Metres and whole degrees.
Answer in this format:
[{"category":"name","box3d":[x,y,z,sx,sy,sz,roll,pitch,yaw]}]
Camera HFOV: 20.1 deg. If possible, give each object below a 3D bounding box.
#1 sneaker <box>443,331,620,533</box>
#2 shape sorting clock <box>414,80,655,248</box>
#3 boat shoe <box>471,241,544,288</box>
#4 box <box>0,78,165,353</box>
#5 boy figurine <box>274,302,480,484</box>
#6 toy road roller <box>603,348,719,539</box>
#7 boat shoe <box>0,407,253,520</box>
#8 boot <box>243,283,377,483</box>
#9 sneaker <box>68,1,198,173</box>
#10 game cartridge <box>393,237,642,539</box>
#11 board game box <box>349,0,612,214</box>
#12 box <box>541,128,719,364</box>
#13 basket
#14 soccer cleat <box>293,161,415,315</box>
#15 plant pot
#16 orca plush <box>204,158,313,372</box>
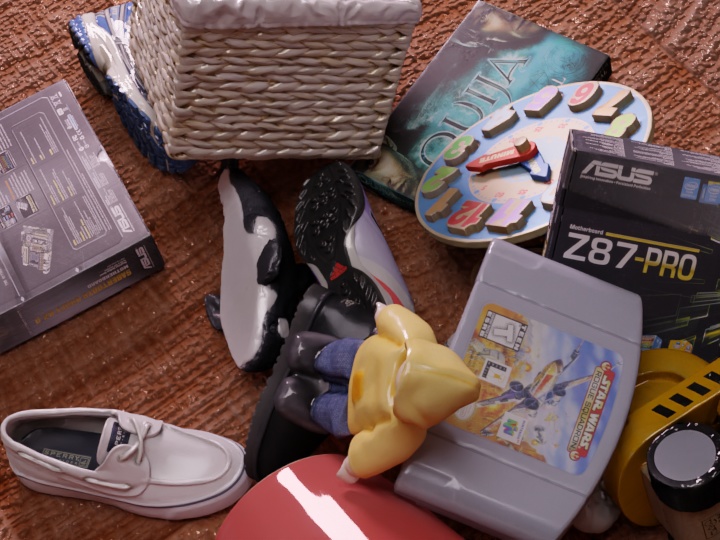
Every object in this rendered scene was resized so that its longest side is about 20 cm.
[{"category":"sneaker","box3d":[0.124,0.119,1.505,0.080,0.076,0.201,-35,54,11]},{"category":"shape sorting clock","box3d":[0.132,-0.086,1.574,0.199,0.039,0.201,-23,33,16]},{"category":"boat shoe","box3d":[0.186,0.002,1.570,0.198,0.073,0.072,-5,25,22]},{"category":"box","box3d":[-0.275,-0.048,1.709,0.158,0.048,0.200,-29,55,-6]},{"category":"boy figurine","box3d":[0.012,0.083,1.362,0.064,0.200,0.125,19,81,-24]},{"category":"toy road roller","box3d":[0.261,0.107,1.445,0.199,0.123,0.146,-31,45,-8]},{"category":"boat shoe","box3d":[-0.181,0.143,1.552,0.198,0.066,0.074,0,57,13]},{"category":"boot","box3d":[0.024,0.123,1.488,0.199,0.066,0.166,26,110,19]},{"category":"sneaker","box3d":[-0.178,-0.168,1.752,0.085,0.077,0.200,-29,56,-12]},{"category":"game cartridge","box3d":[0.118,0.086,1.401,0.132,0.042,0.201,19,67,7]},{"category":"board game box","box3d":[0.100,-0.125,1.687,0.135,0.028,0.200,27,66,26]},{"category":"box","box3d":[0.231,-0.005,1.472,0.198,0.162,0.049,11,23,-1]},{"category":"basket","box3d":[-0.079,-0.202,1.643,0.198,0.162,0.199,-1,39,-20]},{"category":"soccer cleat","box3d":[0.000,0.000,1.606,0.068,0.073,0.201,-35,47,19]},{"category":"plant pot","box3d":[-0.002,0.234,1.390,0.200,0.201,0.177,-34,46,-11]},{"category":"orca plush","box3d":[-0.076,-0.001,1.642,0.105,0.071,0.201,-56,37,29]}]
